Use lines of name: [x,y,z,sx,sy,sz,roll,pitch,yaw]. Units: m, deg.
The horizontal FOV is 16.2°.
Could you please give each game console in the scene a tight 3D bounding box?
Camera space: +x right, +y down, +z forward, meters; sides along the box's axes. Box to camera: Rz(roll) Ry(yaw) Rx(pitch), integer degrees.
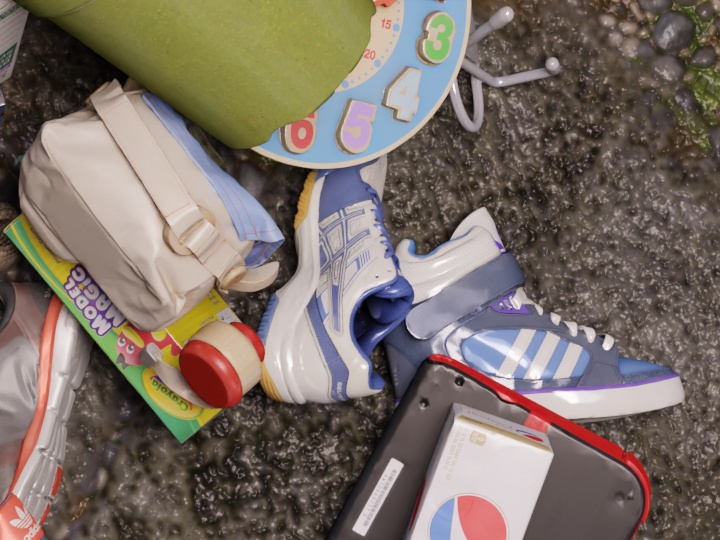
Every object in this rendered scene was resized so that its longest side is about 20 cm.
game console: [0.074,0.177,1.627,0.177,0.031,0.200,28,95,-1]

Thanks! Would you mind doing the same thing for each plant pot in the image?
plant pot: [-0.094,-0.174,1.445,0.190,0.200,0.200,45,71,-25]

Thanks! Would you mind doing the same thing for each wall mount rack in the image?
wall mount rack: [0.080,-0.199,1.669,0.074,0.174,0.200,-11,79,17]

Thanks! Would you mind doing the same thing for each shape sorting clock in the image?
shape sorting clock: [-0.021,-0.163,1.568,0.200,0.039,0.200,0,91,-24]

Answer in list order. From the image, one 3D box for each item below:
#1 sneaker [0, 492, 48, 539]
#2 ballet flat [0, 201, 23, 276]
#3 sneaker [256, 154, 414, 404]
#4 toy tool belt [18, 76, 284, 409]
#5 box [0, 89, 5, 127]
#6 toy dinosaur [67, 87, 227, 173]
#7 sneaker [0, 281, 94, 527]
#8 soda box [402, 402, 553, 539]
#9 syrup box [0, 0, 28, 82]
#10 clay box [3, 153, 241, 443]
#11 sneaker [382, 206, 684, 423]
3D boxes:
sneaker: [-0.274,0.181,1.515,0.200,0.075,0.085,-16,106,16]
ballet flat: [-0.295,0.023,1.583,0.200,0.046,0.067,-37,72,-8]
sneaker: [0.000,0.000,1.632,0.088,0.075,0.200,3,62,22]
toy tool belt: [-0.100,-0.029,1.507,0.123,0.125,0.200,-40,90,-31]
box: [-0.291,-0.067,1.537,0.136,0.200,0.038,-17,78,-15]
toy dinosaur: [-0.132,-0.090,1.621,0.088,0.200,0.048,7,53,26]
sneaker: [-0.228,0.098,1.593,0.082,0.077,0.200,12,68,7]
soda box: [0.055,0.189,1.582,0.068,0.064,0.200,20,95,-1]
syrup box: [-0.260,-0.157,1.564,0.079,0.200,0.082,-35,86,-17]
clay box: [-0.146,0.008,1.599,0.048,0.115,0.200,-41,88,17]
sneaker: [0.112,0.028,1.671,0.200,0.081,0.147,-3,83,-8]
